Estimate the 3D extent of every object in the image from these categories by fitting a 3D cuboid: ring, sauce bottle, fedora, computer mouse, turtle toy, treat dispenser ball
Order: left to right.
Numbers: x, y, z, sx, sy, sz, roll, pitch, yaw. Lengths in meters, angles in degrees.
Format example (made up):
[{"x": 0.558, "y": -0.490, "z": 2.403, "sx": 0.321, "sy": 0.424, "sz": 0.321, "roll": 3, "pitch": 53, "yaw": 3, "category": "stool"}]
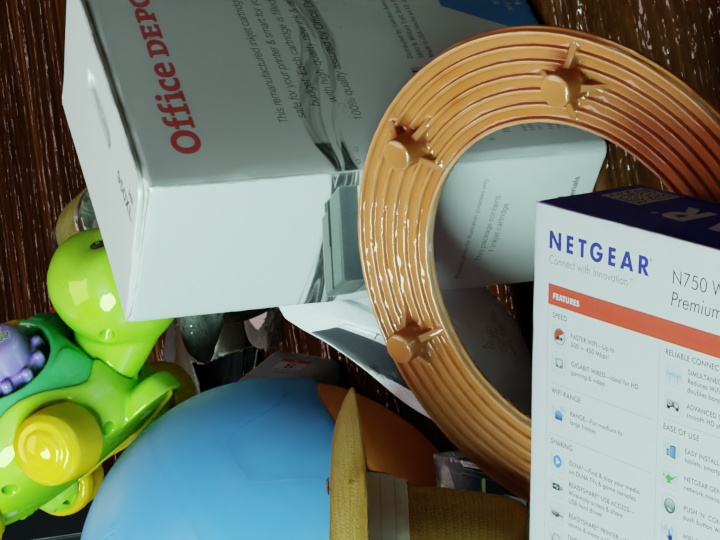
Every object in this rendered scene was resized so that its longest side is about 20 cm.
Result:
[{"x": -0.157, "y": 0.060, "z": 1.059, "sx": 0.200, "sy": 0.146, "sz": 0.101, "roll": -41, "pitch": 83, "yaw": 21, "category": "turtle toy"}, {"x": -0.219, "y": -0.033, "z": 1.707, "sx": 0.200, "sy": 0.065, "sz": 0.065, "roll": 161, "pitch": 102, "yaw": -69, "category": "sauce bottle"}, {"x": -0.039, "y": 0.153, "z": 1.024, "sx": 0.201, "sy": 0.201, "sz": 0.201, "roll": 174, "pitch": 90, "yaw": -71, "category": "treat dispenser ball"}, {"x": 0.000, "y": 0.000, "z": 0.934, "sx": 0.044, "sy": 0.200, "sz": 0.110, "roll": -61, "pitch": -4, "yaw": 40, "category": "computer mouse"}, {"x": 0.028, "y": 0.139, "z": 0.824, "sx": 0.201, "sy": 0.082, "sz": 0.201, "roll": 0, "pitch": -90, "yaw": -89, "category": "fedora"}, {"x": 0.075, "y": 0.008, "z": 0.769, "sx": 0.200, "sy": 0.019, "sz": 0.201, "roll": 20, "pitch": 123, "yaw": 33, "category": "ring"}]

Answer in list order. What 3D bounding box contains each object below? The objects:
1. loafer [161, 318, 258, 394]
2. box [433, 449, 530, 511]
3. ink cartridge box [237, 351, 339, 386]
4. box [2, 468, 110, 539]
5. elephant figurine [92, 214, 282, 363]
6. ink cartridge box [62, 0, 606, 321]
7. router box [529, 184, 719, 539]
[{"x": -0.086, "y": 0.025, "z": 1.348, "sx": 0.071, "sy": 0.073, "sz": 0.200, "roll": 46, "pitch": 145, "yaw": 45, "category": "loafer"}, {"x": 0.088, "y": 0.181, "z": 0.896, "sx": 0.161, "sy": 0.049, "sz": 0.200, "roll": 178, "pitch": 86, "yaw": -69, "category": "box"}, {"x": -0.069, "y": 0.153, "z": 1.175, "sx": 0.200, "sy": 0.050, "sz": 0.162, "roll": -43, "pitch": -43, "yaw": -62, "category": "ink cartridge box"}, {"x": -0.305, "y": 0.258, "z": 1.836, "sx": 0.079, "sy": 0.200, "sz": 0.141, "roll": -116, "pitch": 28, "yaw": -45, "category": "box"}, {"x": -0.075, "y": -0.022, "z": 1.121, "sx": 0.200, "sy": 0.155, "sz": 0.142, "roll": -136, "pitch": 67, "yaw": -72, "category": "elephant figurine"}, {"x": -0.018, "y": -0.064, "z": 0.895, "sx": 0.084, "sy": 0.200, "sz": 0.145, "roll": 103, "pitch": 154, "yaw": -43, "category": "ink cartridge box"}, {"x": 0.134, "y": 0.078, "z": 0.648, "sx": 0.200, "sy": 0.049, "sz": 0.180, "roll": 20, "pitch": 114, "yaw": 52, "category": "router box"}]
